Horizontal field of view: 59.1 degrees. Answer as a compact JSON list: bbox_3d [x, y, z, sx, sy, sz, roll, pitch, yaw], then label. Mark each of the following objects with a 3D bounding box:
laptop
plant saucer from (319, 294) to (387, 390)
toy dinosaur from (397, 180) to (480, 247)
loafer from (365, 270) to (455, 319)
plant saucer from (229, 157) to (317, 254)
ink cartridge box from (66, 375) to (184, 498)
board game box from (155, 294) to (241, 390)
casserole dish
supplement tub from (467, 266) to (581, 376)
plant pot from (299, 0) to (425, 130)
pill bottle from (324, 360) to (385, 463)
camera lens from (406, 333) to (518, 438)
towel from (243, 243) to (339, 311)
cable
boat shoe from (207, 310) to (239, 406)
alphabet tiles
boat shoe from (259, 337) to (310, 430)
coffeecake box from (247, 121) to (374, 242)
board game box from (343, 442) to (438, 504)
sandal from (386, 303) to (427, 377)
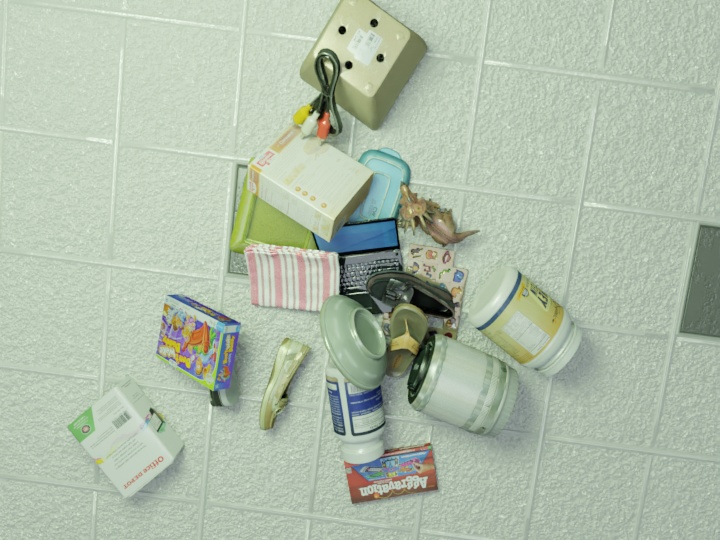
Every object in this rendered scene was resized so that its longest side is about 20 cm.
[{"bbox_3d":[0.000,0.000,1.295,0.173,0.103,0.205,-6,97,5],"label":"laptop"},{"bbox_3d":[0.001,0.132,1.251,0.050,0.200,0.202,-29,97,26],"label":"plant saucer"},{"bbox_3d":[0.145,-0.094,1.265,0.197,0.136,0.087,28,98,-4],"label":"toy dinosaur"},{"bbox_3d":[0.107,0.053,1.287,0.196,0.063,0.073,14,117,-19],"label":"loafer"},{"bbox_3d":[-0.162,-0.110,1.314,0.195,0.048,0.205,16,98,-1],"label":"plant saucer"},{"bbox_3d":[-0.501,0.357,1.368,0.144,0.084,0.201,-37,95,6],"label":"ink cartridge box"},{"bbox_3d":[-0.335,0.143,1.300,0.197,0.044,0.138,18,101,36],"label":"board game box"},{"bbox_3d":[0.030,-0.153,1.309,0.119,0.039,0.204,20,99,-1],"label":"casserole dish"},{"bbox_3d":[0.332,0.104,1.285,0.199,0.144,0.145,37,97,-4],"label":"supplement tub"},{"bbox_3d":[0.003,-0.413,1.204,0.198,0.177,0.202,34,97,-3],"label":"plant pot"},{"bbox_3d":[-0.007,0.289,1.332,0.113,0.116,0.205,-7,98,2],"label":"pill bottle"},{"bbox_3d":[0.203,0.234,1.298,0.196,0.160,0.163,22,98,-2],"label":"camera lens"},{"bbox_3d":[-0.138,0.022,1.300,0.195,0.030,0.149,6,125,10],"label":"towel"},{"bbox_3d":[-0.066,-0.305,1.161,0.096,0.201,0.051,32,60,-1],"label":"cable"},{"bbox_3d":[-0.308,0.188,1.346,0.062,0.070,0.205,-7,89,20],"label":"boat shoe"},{"bbox_3d":[0.137,0.050,1.351,0.163,0.008,0.205,9,98,1],"label":"alphabet tiles"},{"bbox_3d":[-0.164,0.249,1.354,0.062,0.073,0.205,17,91,3],"label":"boat shoe"},{"bbox_3d":[-0.097,-0.174,1.230,0.198,0.074,0.154,32,56,10],"label":"coffeecake box"},{"bbox_3d":[0.067,0.448,1.402,0.195,0.019,0.106,-11,99,3],"label":"board game box"},{"bbox_3d":[0.088,0.155,1.304,0.078,0.055,0.203,13,125,-3],"label":"sandal"}]
